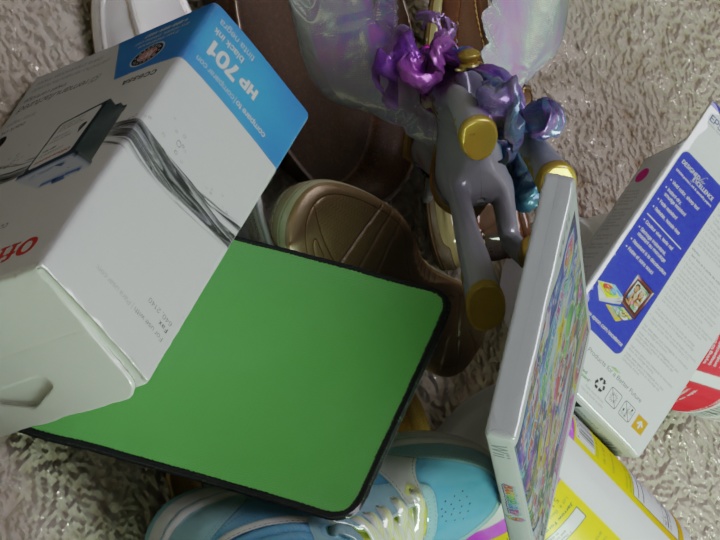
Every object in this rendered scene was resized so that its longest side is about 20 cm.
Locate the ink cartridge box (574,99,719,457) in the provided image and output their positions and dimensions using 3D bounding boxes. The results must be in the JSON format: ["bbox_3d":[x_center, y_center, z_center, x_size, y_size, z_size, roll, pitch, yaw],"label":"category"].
[{"bbox_3d":[0.179,0.004,1.540,0.095,0.037,0.200,44,72,-22],"label":"ink cartridge box"}]

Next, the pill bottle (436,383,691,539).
[{"bbox_3d":[0.129,0.162,1.533,0.200,0.104,0.105,45,47,-27],"label":"pill bottle"}]

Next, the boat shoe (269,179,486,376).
[{"bbox_3d":[0.000,0.000,1.457,0.072,0.065,0.200,-59,142,-3],"label":"boat shoe"}]

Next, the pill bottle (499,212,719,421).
[{"bbox_3d":[0.184,0.027,1.637,0.199,0.112,0.113,17,64,-43],"label":"pill bottle"}]

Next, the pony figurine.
[{"bbox_3d":[0.054,-0.091,1.424,0.165,0.200,0.194,-10,119,-11],"label":"pony figurine"}]

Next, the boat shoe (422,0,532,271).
[{"bbox_3d":[0.075,-0.099,1.582,0.072,0.067,0.201,55,33,-70],"label":"boat shoe"}]

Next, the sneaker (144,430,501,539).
[{"bbox_3d":[0.004,0.145,1.293,0.199,0.130,0.080,-15,110,-22],"label":"sneaker"}]

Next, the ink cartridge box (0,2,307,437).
[{"bbox_3d":[-0.134,-0.024,1.278,0.086,0.146,0.200,52,44,-23],"label":"ink cartridge box"}]

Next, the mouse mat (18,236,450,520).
[{"bbox_3d":[-0.068,0.044,1.319,0.008,0.199,0.161,87,23,-47],"label":"mouse mat"}]

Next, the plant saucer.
[{"bbox_3d":[-0.028,-0.131,1.501,0.200,0.034,0.202,30,54,-51],"label":"plant saucer"}]

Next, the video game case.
[{"bbox_3d":[0.095,0.056,1.354,0.200,0.018,0.144,72,30,-65],"label":"video game case"}]

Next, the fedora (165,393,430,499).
[{"bbox_3d":[-0.017,0.101,1.409,0.200,0.082,0.202,19,63,-43],"label":"fedora"}]

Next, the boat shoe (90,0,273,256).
[{"bbox_3d":[-0.088,-0.086,1.411,0.071,0.069,0.201,-16,88,-50],"label":"boat shoe"}]
